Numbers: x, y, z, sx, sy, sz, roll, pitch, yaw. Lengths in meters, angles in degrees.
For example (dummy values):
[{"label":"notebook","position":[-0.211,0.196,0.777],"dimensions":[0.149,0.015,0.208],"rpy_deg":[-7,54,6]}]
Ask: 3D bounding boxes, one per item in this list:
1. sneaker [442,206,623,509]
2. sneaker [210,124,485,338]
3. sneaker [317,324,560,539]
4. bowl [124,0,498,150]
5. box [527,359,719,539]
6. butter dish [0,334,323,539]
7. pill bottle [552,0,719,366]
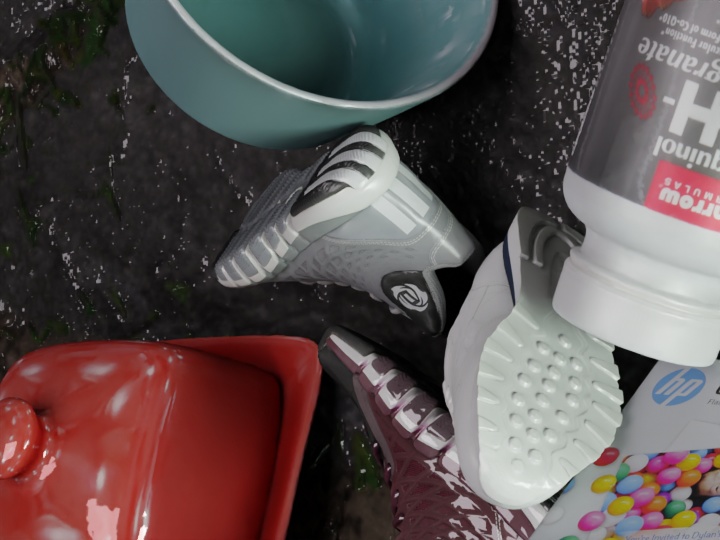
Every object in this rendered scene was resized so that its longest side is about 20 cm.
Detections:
[{"label":"sneaker","position":[0.073,0.056,1.385],"dimensions":[0.081,0.076,0.200],"rpy_deg":[-47,14,31]},{"label":"sneaker","position":[0.000,0.000,1.503],"dimensions":[0.075,0.115,0.200],"rpy_deg":[-55,11,-20]},{"label":"sneaker","position":[0.021,0.120,1.455],"dimensions":[0.116,0.076,0.200],"rpy_deg":[-52,55,6]},{"label":"bowl","position":[-0.041,-0.141,1.488],"dimensions":[0.105,0.200,0.201],"rpy_deg":[-48,56,50]},{"label":"box","position":[0.155,0.120,1.291],"dimensions":[0.155,0.200,0.041],"rpy_deg":[4,131,41]},{"label":"butter dish","position":[-0.143,0.110,1.546],"dimensions":[0.199,0.148,0.200],"rpy_deg":[-5,64,41]},{"label":"pill bottle","position":[0.158,-0.063,1.343],"dimensions":[0.111,0.110,0.201],"rpy_deg":[27,104,39]}]
